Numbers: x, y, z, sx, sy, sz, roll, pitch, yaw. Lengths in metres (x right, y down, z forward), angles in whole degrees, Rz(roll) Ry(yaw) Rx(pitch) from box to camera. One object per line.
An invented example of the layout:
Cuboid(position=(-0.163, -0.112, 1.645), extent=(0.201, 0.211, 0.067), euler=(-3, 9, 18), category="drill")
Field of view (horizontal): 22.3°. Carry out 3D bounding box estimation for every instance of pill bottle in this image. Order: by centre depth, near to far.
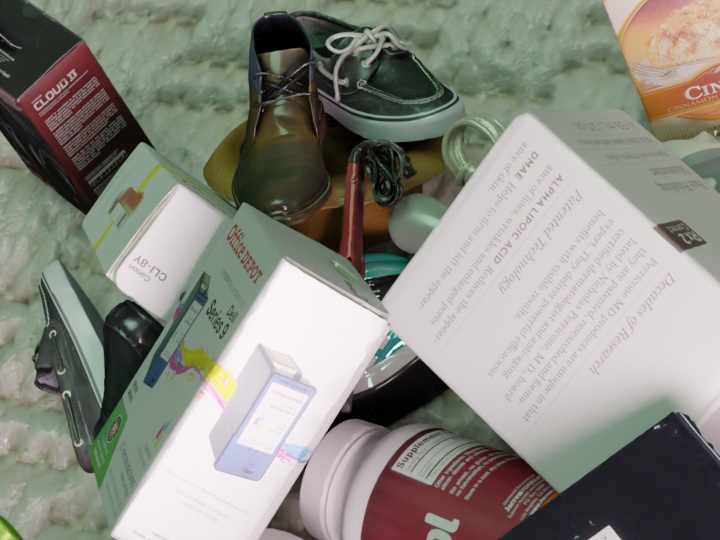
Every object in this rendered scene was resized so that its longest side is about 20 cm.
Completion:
Cuboid(position=(0.063, 0.165, 1.170), extent=(0.199, 0.113, 0.113), euler=(17, 64, 36), category="pill bottle")

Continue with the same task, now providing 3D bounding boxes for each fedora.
Cuboid(position=(-0.017, -0.068, 1.391), extent=(0.200, 0.082, 0.201), euler=(-8, 30, 4), category="fedora")

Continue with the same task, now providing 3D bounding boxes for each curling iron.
Cuboid(position=(0.000, 0.000, 1.262), extent=(0.049, 0.026, 0.201), euler=(0, 72, 36), category="curling iron")

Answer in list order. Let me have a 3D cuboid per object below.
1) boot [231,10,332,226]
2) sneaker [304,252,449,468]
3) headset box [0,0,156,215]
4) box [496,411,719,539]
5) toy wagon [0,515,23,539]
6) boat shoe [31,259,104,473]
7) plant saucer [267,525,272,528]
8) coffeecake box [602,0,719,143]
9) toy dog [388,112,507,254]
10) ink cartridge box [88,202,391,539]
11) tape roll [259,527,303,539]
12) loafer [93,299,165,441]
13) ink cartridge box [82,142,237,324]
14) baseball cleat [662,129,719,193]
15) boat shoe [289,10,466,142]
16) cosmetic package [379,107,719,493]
Cuboid(position=(-0.062, -0.107, 1.287), extent=(0.074, 0.097, 0.200), euler=(-9, 28, 3), category="boot")
Cuboid(position=(-0.018, 0.054, 1.312), extent=(0.199, 0.084, 0.121), euler=(-28, 52, -7), category="sneaker")
Cuboid(position=(-0.256, -0.139, 1.501), extent=(0.077, 0.200, 0.149), euler=(-45, 50, -12), category="headset box")
Cuboid(position=(0.154, 0.220, 1.024), extent=(0.200, 0.199, 0.123), euler=(-36, 50, -3), category="box")
Cuboid(position=(-0.281, 0.273, 1.301), extent=(0.155, 0.040, 0.200), euler=(-43, 48, -4), category="toy wagon")
Cuboid(position=(-0.222, 0.076, 1.414), extent=(0.066, 0.070, 0.200), euler=(-30, 55, 0), category="boat shoe")
Cuboid(position=(-0.135, 0.243, 1.256), extent=(0.200, 0.039, 0.202), euler=(-14, 50, 17), category="plant saucer")
Cuboid(position=(0.255, -0.193, 1.292), extent=(0.153, 0.200, 0.073), euler=(-17, 49, 14), category="coffeecake box")
Cuboid(position=(0.128, -0.015, 1.285), extent=(0.200, 0.096, 0.132), euler=(41, 114, 19), category="toy dog")
Cuboid(position=(-0.079, 0.074, 1.138), extent=(0.200, 0.087, 0.145), euler=(-56, 20, 6), category="ink cartridge box")
Cuboid(position=(-0.087, 0.258, 1.123), extent=(0.202, 0.071, 0.203), euler=(-19, 37, 15), category="tape roll")
Cuboid(position=(-0.150, 0.103, 1.262), extent=(0.070, 0.201, 0.068), euler=(-36, 55, -25), category="loafer")
Cuboid(position=(-0.111, -0.006, 1.303), extent=(0.084, 0.145, 0.200), euler=(-53, 18, 2), category="ink cartridge box")
Cuboid(position=(0.288, -0.047, 1.263), extent=(0.199, 0.070, 0.107), euler=(-1, 61, 37), category="baseball cleat")
Cuboid(position=(0.006, -0.153, 1.375), extent=(0.073, 0.068, 0.199), euler=(-24, 32, -21), category="boat shoe")
Cuboid(position=(0.155, 0.024, 1.123), extent=(0.200, 0.165, 0.165), euler=(43, 113, 18), category="cosmetic package")
